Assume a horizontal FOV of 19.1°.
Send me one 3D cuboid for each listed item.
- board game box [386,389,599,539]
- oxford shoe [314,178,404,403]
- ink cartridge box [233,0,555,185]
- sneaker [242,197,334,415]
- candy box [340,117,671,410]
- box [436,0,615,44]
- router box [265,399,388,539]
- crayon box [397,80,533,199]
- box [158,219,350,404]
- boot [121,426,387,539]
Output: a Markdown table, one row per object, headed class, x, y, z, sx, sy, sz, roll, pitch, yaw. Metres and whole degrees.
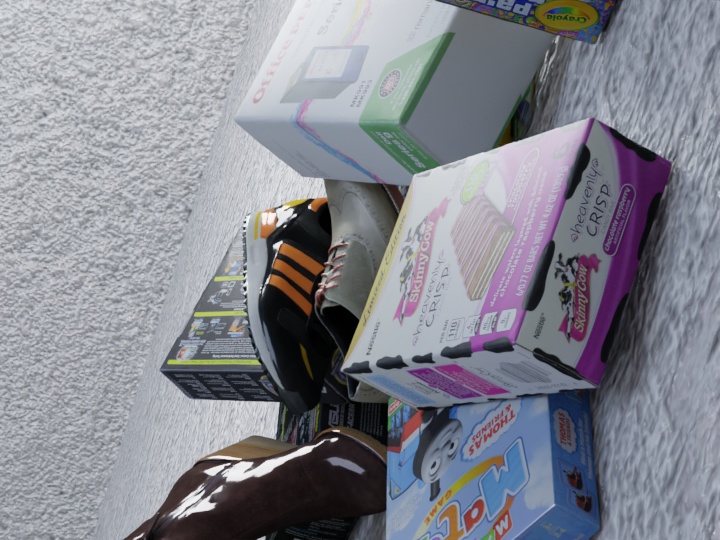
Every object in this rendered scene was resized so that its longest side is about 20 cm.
| class | x | y | z | sx | sy | sz | roll | pitch | yaw |
| --- | --- | --- | --- | --- | --- | --- | --- | --- | --- |
| board game box | 0.071 | 0.108 | 1.223 | 0.151 | 0.037 | 0.200 | -46 | 27 | 32 |
| oxford shoe | 0.000 | 0.000 | 1.557 | 0.070 | 0.075 | 0.201 | -46 | 57 | 57 |
| ink cartridge box | 0.023 | -0.141 | 1.501 | 0.200 | 0.087 | 0.146 | 7 | 65 | 54 |
| sneaker | -0.035 | 0.016 | 1.604 | 0.201 | 0.090 | 0.070 | -99 | -16 | -46 |
| candy box | 0.078 | 0.001 | 1.207 | 0.200 | 0.061 | 0.137 | -16 | 50 | 62 |
| box | 0.126 | -0.288 | 1.358 | 0.200 | 0.122 | 0.193 | -87 | 14 | -48 |
| router box | -0.022 | 0.115 | 1.747 | 0.200 | 0.062 | 0.150 | -86 | 15 | -46 |
| crayon box | 0.071 | -0.098 | 1.584 | 0.200 | 0.051 | 0.126 | 117 | 164 | -47 |
| box | -0.053 | 0.029 | 1.715 | 0.200 | 0.044 | 0.161 | -3 | 51 | 47 |
| boot | -0.075 | 0.184 | 1.568 | 0.200 | 0.073 | 0.166 | 0 | 30 | 47 |
